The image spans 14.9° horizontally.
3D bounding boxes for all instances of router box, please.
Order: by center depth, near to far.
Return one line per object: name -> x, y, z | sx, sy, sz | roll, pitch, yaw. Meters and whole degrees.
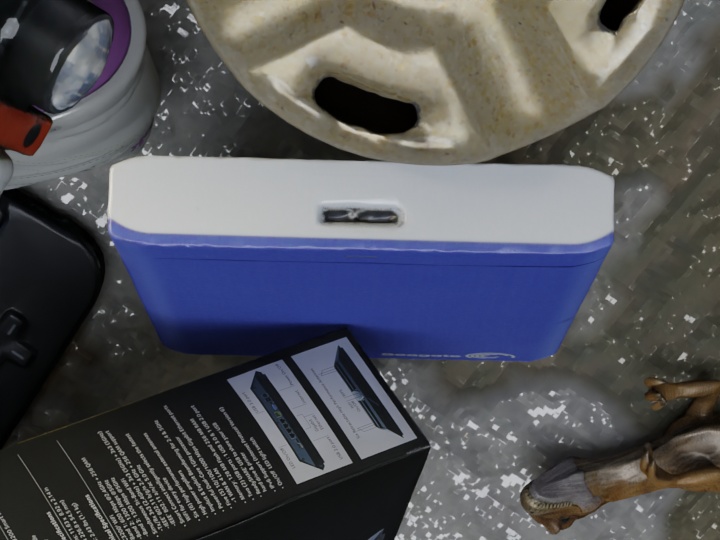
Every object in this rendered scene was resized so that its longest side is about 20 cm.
router box -> -0.076, 0.119, 0.852 | 0.157, 0.052, 0.200 | -19, 147, -30

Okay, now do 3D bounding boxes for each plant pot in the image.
plant pot -> 0.019, -0.123, 0.754 | 0.200, 0.184, 0.201 | 0, 114, 1

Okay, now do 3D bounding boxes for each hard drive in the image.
hard drive -> 0.000, 0.000, 0.810 | 0.131, 0.200, 0.025 | 1, 80, 0

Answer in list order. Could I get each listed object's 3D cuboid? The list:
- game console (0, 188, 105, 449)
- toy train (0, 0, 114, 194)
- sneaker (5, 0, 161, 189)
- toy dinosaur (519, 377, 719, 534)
game console -> -0.207, 0.033, 0.863 | 0.200, 0.116, 0.176 | 30, 111, -13
toy train -> -0.165, -0.080, 0.753 | 0.200, 0.085, 0.114 | 31, 94, 12
sneaker -> -0.156, -0.046, 0.832 | 0.199, 0.100, 0.075 | -1, 73, 7
toy dinosaur -> 0.155, 0.060, 0.914 | 0.199, 0.061, 0.106 | 6, 138, 4
